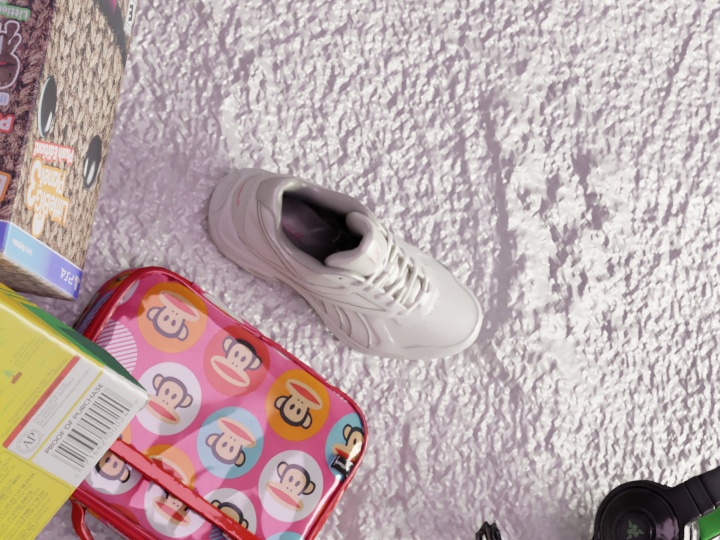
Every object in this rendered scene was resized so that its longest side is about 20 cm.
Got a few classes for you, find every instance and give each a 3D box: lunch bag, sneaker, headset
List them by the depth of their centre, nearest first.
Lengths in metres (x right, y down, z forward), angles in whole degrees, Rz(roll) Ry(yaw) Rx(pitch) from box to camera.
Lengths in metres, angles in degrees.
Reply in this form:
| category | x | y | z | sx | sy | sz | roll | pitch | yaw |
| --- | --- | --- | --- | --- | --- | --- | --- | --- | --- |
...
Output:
| category | x | y | z | sx | sy | sz | roll | pitch | yaw |
| --- | --- | --- | --- | --- | --- | --- | --- | --- | --- |
| lunch bag | -0.113 | 0.112 | 1.522 | 0.199 | 0.082 | 0.177 | 36 | 78 | -15 |
| sneaker | 0.000 | 0.000 | 1.562 | 0.199 | 0.099 | 0.078 | 27 | 77 | -19 |
| headset | 0.181 | 0.168 | 1.630 | 0.199 | 0.124 | 0.094 | -27 | 72 | -5 |

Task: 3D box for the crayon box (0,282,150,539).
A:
| category | x | y | z | sx | sy | sz | roll | pitch | yaw |
| --- | --- | --- | --- | --- | --- | --- | --- | --- | --- |
| crayon box | -0.224 | 0.070 | 1.370 | 0.127 | 0.051 | 0.200 | -50 | 140 | 0 |

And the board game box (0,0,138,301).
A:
| category | x | y | z | sx | sy | sz | roll | pitch | yaw |
| --- | --- | --- | --- | --- | --- | --- | --- | --- | --- |
| board game box | -0.211 | -0.099 | 1.433 | 0.096 | 0.159 | 0.202 | 9 | 82 | 10 |
